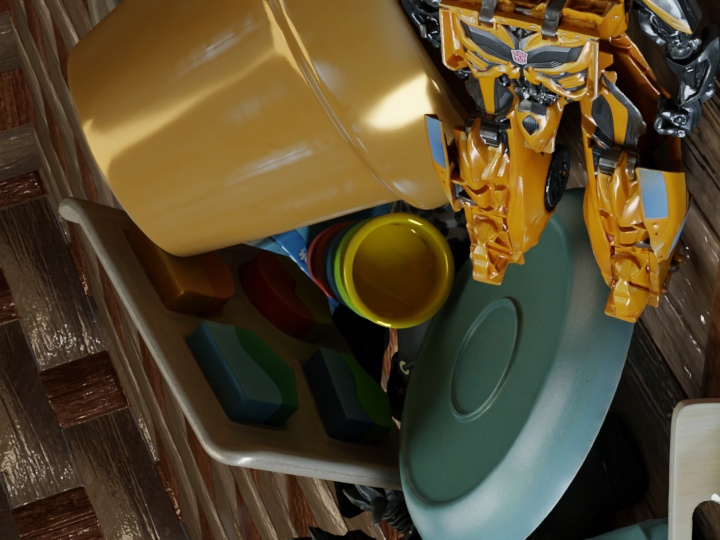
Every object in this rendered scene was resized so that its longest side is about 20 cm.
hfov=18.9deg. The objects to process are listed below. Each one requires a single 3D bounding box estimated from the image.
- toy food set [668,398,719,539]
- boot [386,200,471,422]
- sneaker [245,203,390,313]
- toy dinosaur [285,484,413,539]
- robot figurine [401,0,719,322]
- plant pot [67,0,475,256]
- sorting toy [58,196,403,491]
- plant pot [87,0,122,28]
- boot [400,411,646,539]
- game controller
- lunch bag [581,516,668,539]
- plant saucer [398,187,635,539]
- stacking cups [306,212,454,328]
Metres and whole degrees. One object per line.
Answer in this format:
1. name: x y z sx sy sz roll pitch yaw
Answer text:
1. toy food set: 0.179 0.153 0.882 0.200 0.060 0.145 -139 43 -62
2. boot: 0.050 0.018 1.320 0.204 0.073 0.155 -141 43 -80
3. sneaker: -0.061 -0.008 1.368 0.130 0.200 0.080 9 137 58
4. toy dinosaur: 0.012 0.203 1.248 0.199 0.102 0.137 30 -142 -46
5. robot figurine: 0.085 -0.068 0.935 0.144 0.058 0.201 14 144 23
6. plant pot: -0.040 -0.102 1.103 0.201 0.182 0.201 55 -162 -27
7. sorting toy: -0.052 0.037 1.157 0.184 0.037 0.200 16 -149 -52
8. plant pot: -0.075 -0.163 1.362 0.200 0.173 0.202 161 90 -78
9. boot: 0.078 0.146 1.214 0.200 0.130 0.068 97 151 -63
10. game controller: -0.005 0.063 1.375 0.201 0.042 0.105 -83 -5 -55
11. lunch bag: 0.097 0.215 1.131 0.122 0.169 0.201 -108 8 -52
12. plant saucer: 0.070 0.047 1.072 0.200 0.027 0.201 -51 26 37
13. stacking cups: 0.000 0.000 1.213 0.200 0.060 0.061 180 72 -78
